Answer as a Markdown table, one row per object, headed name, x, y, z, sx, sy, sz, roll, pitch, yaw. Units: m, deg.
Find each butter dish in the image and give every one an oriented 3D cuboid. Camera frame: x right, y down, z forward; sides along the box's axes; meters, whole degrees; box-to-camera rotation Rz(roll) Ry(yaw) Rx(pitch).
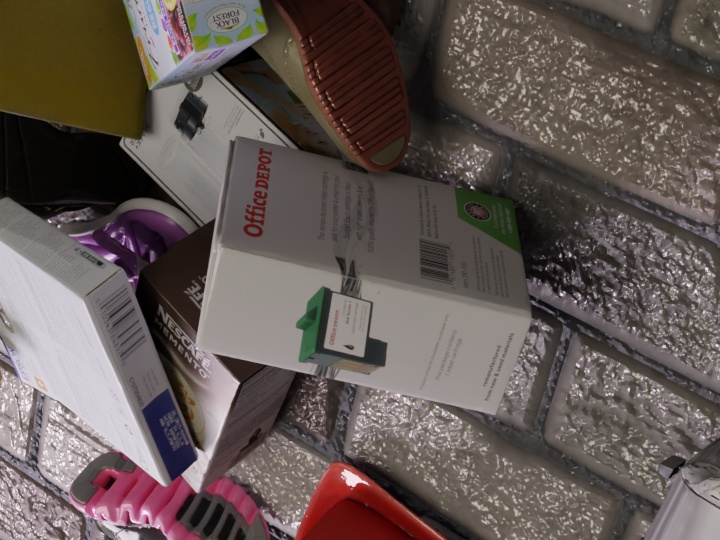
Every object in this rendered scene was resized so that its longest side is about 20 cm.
| name | x | y | z | sx | sy | sz | roll | pitch | yaw |
| --- | --- | --- | --- | --- | --- | --- | --- | --- | --- |
| butter dish | -0.008 | 0.284 | 1.136 | 0.199 | 0.147 | 0.201 | 35 | 124 | 23 |

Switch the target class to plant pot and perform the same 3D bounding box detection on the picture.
| name | x | y | z | sx | sy | sz | roll | pitch | yaw |
| --- | --- | --- | --- | --- | --- | --- | --- | --- | --- |
| plant pot | -0.269 | -0.217 | 1.115 | 0.199 | 0.199 | 0.178 | 23 | 100 | 49 |

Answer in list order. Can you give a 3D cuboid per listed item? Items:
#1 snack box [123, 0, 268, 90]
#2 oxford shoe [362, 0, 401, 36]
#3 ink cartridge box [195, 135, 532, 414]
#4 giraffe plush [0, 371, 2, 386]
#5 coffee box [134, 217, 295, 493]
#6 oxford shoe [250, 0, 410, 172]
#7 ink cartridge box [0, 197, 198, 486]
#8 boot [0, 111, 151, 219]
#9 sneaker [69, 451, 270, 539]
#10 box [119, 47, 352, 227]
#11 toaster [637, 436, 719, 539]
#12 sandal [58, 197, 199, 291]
| name | x | y | z | sx | sy | sz | roll | pitch | yaw |
| --- | --- | --- | --- | --- | --- | --- | --- | --- | --- |
| snack box | -0.120 | -0.200 | 0.974 | 0.200 | 0.053 | 0.143 | -178 | 73 | -74 |
| oxford shoe | -0.060 | -0.208 | 1.057 | 0.199 | 0.071 | 0.073 | 27 | 125 | 26 |
| ink cartridge box | 0.000 | 0.000 | 0.977 | 0.198 | 0.146 | 0.085 | 13 | 121 | -7 |
| giraffe plush | -0.367 | 0.045 | 1.196 | 0.199 | 0.173 | 0.163 | -30 | 119 | 10 |
| coffee box | -0.115 | 0.067 | 1.141 | 0.114 | 0.080 | 0.200 | 46 | 149 | 14 |
| oxford shoe | -0.034 | -0.153 | 1.001 | 0.074 | 0.071 | 0.201 | -16 | 104 | 57 |
| ink cartridge box | -0.217 | 0.044 | 1.131 | 0.199 | 0.041 | 0.200 | 28 | 146 | 38 |
| boot | -0.283 | -0.077 | 1.195 | 0.150 | 0.199 | 0.074 | -10 | 81 | 44 |
| sneaker | -0.152 | 0.221 | 1.282 | 0.199 | 0.079 | 0.096 | 16 | 136 | 32 |
| box | -0.076 | -0.076 | 1.118 | 0.200 | 0.060 | 0.117 | 43 | 126 | 17 |
| toaster | 0.263 | 0.188 | 0.925 | 0.199 | 0.113 | 0.130 | 28 | 118 | 28 |
| sandal | -0.185 | -0.007 | 1.203 | 0.082 | 0.050 | 0.202 | 45 | 151 | -23 |
